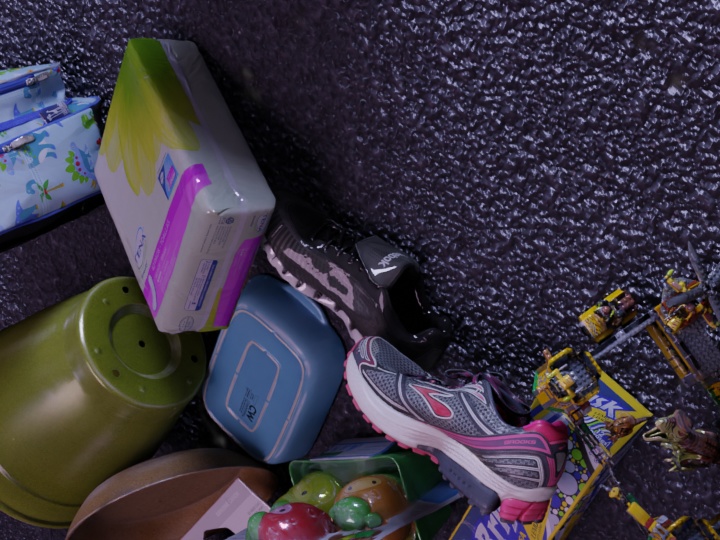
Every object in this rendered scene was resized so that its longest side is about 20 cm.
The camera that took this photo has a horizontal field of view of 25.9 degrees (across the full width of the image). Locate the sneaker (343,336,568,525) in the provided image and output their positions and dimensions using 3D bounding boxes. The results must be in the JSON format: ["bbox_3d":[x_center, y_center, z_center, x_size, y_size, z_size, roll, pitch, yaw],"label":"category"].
[{"bbox_3d":[0.071,0.099,1.121,0.200,0.081,0.075,34,110,36],"label":"sneaker"}]

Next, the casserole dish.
[{"bbox_3d":[-0.083,0.093,1.360,0.121,0.039,0.200,41,137,17],"label":"casserole dish"}]

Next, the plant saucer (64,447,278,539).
[{"bbox_3d":[-0.174,0.207,1.417,0.200,0.200,0.035,-50,53,47],"label":"plant saucer"}]

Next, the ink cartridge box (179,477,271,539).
[{"bbox_3d":[-0.077,0.281,1.450,0.176,0.045,0.200,44,137,2],"label":"ink cartridge box"}]

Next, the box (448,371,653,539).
[{"bbox_3d":[0.138,0.160,1.174,0.070,0.064,0.200,41,135,17],"label":"box"}]

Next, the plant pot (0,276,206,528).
[{"bbox_3d":[-0.242,0.103,1.411,0.193,0.200,0.200,-38,86,41],"label":"plant pot"}]

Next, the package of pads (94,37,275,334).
[{"bbox_3d":[-0.145,-0.065,1.253,0.200,0.068,0.155,63,145,33],"label":"package of pads"}]

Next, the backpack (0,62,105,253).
[{"bbox_3d":[-0.335,-0.091,1.362,0.183,0.200,0.147,-6,110,46],"label":"backpack"}]

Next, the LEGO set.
[{"bbox_3d":[0.212,0.093,0.995,0.200,0.154,0.116,63,166,10],"label":"LEGO set"}]

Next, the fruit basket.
[{"bbox_3d":[-0.031,0.198,1.258,0.185,0.200,0.094,-10,93,46],"label":"fruit basket"}]

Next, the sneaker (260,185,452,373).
[{"bbox_3d":[0.000,0.000,1.209,0.200,0.066,0.090,49,134,4],"label":"sneaker"}]
